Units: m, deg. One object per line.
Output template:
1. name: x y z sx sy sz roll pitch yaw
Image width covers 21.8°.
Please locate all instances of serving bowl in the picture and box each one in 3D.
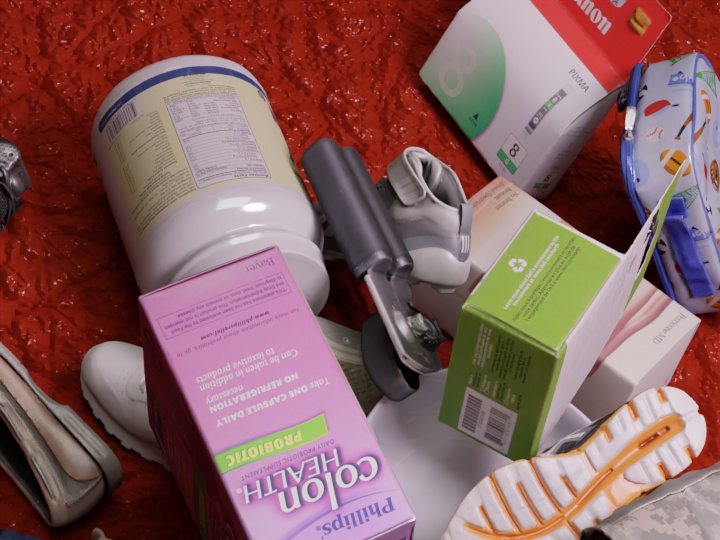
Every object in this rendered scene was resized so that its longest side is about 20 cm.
1. serving bowl: 0.088 0.167 1.330 0.200 0.066 0.200 8 48 -8

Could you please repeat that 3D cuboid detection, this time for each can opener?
1. can opener: 0.000 0.000 1.352 0.053 0.067 0.200 17 41 -52

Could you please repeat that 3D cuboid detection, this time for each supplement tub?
1. supplement tub: -0.112 -0.048 1.409 0.145 0.145 0.200 -8 52 -22

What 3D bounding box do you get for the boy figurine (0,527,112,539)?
1. boy figurine: -0.172 0.224 1.209 0.200 0.065 0.124 21 43 7

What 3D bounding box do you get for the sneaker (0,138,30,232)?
1. sneaker: -0.288 -0.038 1.398 0.114 0.076 0.200 -16 50 -20

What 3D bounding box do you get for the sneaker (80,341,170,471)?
1. sneaker: -0.114 0.103 1.321 0.200 0.081 0.076 34 51 16

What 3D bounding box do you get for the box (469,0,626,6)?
1. box: 0.196 -0.280 1.663 0.132 0.200 0.115 37 49 16

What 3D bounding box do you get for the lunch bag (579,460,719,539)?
1. lunch bag: 0.237 0.229 1.238 0.164 0.118 0.200 -19 90 -29

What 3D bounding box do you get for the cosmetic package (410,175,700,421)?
1. cosmetic package: 0.148 0.031 1.453 0.200 0.087 0.103 37 49 17

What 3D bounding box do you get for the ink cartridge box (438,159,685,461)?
1. ink cartridge box: 0.142 0.016 1.315 0.076 0.148 0.200 27 56 14

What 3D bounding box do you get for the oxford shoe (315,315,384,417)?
1. oxford shoe: -0.054 0.055 1.356 0.200 0.075 0.058 24 23 -33

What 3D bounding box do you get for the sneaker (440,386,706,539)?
1. sneaker: 0.143 0.151 1.271 0.200 0.077 0.078 -27 84 -13

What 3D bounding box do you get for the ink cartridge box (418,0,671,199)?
1. ink cartridge box: 0.150 -0.185 1.569 0.050 0.200 0.161 -4 48 -42

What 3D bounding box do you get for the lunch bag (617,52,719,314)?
1. lunch bag: 0.259 -0.066 1.499 0.075 0.200 0.161 -8 45 23

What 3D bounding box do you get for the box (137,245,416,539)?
1. box: -0.056 0.121 1.162 0.096 0.176 0.200 -21 64 -15

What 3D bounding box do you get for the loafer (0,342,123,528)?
1. loafer: -0.254 0.097 1.297 0.200 0.072 0.063 39 58 15

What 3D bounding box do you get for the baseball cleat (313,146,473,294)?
1. baseball cleat: 0.016 -0.047 1.430 0.200 0.107 0.070 18 13 42
